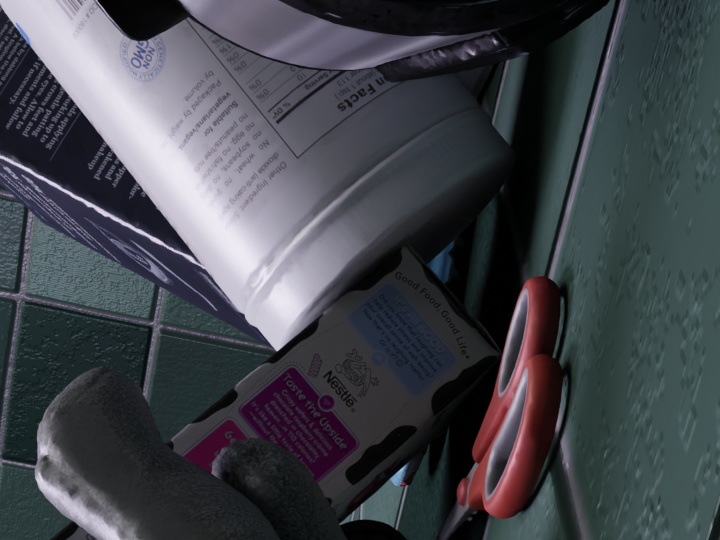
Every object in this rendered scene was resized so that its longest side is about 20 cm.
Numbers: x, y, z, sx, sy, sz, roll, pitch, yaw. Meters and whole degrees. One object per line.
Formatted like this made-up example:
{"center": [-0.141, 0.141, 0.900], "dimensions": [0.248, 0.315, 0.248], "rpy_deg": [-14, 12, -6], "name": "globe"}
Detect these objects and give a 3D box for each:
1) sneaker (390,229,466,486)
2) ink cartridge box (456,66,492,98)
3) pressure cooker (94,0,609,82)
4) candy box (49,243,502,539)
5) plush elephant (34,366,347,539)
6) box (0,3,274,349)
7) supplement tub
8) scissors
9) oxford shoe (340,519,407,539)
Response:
{"center": [0.000, 0.000, 0.824], "dimensions": [0.080, 0.094, 0.202], "rpy_deg": [109, 171, -56], "name": "sneaker"}
{"center": [0.009, -0.200, 0.892], "dimensions": [0.083, 0.145, 0.202], "rpy_deg": [117, 163, -69], "name": "ink cartridge box"}
{"center": [0.002, -0.153, 0.526], "dimensions": [0.200, 0.174, 0.181], "rpy_deg": [-170, 85, -77], "name": "pressure cooker"}
{"center": [-0.044, 0.090, 0.679], "dimensions": [0.200, 0.061, 0.137], "rpy_deg": [-40, -9, -16], "name": "candy box"}
{"center": [-0.029, 0.148, 0.520], "dimensions": [0.166, 0.198, 0.155], "rpy_deg": [-66, -24, -22], "name": "plush elephant"}
{"center": [-0.101, -0.055, 0.909], "dimensions": [0.105, 0.199, 0.148], "rpy_deg": [-59, -21, -11], "name": "box"}
{"center": [-0.045, -0.081, 0.702], "dimensions": [0.132, 0.201, 0.132], "rpy_deg": [-38, -9, -7], "name": "supplement tub"}
{"center": [0.040, 0.080, 0.598], "dimensions": [0.201, 0.014, 0.074], "rpy_deg": [107, 171, -50], "name": "scissors"}
{"center": [-0.016, 0.192, 0.705], "dimensions": [0.084, 0.072, 0.202], "rpy_deg": [-77, -1, -78], "name": "oxford shoe"}
